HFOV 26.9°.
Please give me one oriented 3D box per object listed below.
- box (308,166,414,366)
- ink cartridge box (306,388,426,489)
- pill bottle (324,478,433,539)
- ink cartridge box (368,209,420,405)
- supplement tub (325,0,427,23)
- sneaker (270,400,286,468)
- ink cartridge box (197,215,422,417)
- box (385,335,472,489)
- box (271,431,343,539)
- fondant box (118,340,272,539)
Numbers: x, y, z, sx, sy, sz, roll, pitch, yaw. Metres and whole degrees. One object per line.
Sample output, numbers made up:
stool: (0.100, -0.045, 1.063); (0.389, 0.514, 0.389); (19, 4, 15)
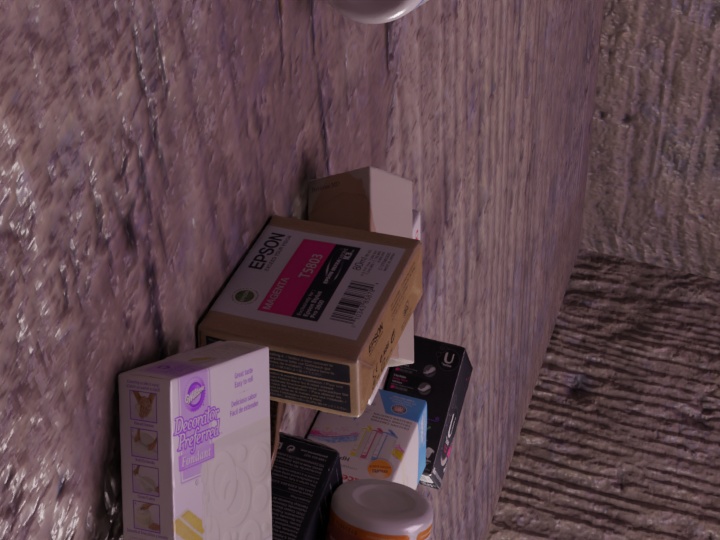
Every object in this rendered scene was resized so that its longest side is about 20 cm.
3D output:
box: (0.000, 0.000, 1.599); (0.077, 0.094, 0.202); (15, 69, -49)
ink cartridge box: (-0.005, 0.259, 1.881); (0.201, 0.127, 0.126); (-63, 160, -46)
pill bottle: (0.009, 0.336, 1.614); (0.112, 0.111, 0.202); (-37, 139, -68)
ink cartridge box: (0.006, 0.034, 1.810); (0.146, 0.083, 0.201); (88, 20, -46)
supplement tub: (0.036, -0.326, 1.500); (0.200, 0.131, 0.133); (-49, 149, -64)
sneaker: (-0.105, 0.163, 1.521); (0.076, 0.070, 0.202); (72, 34, -66)
ink cartridge box: (-0.044, 0.039, 1.449); (0.201, 0.163, 0.076); (-61, 156, -49)
box: (0.092, 0.212, 2.267); (0.122, 0.105, 0.202); (61, 43, -70)
box: (-0.096, 0.297, 1.608); (0.149, 0.103, 0.201); (85, 23, -53)
fondant box: (-0.138, 0.173, 1.290); (0.144, 0.058, 0.202); (-16, 108, -58)
